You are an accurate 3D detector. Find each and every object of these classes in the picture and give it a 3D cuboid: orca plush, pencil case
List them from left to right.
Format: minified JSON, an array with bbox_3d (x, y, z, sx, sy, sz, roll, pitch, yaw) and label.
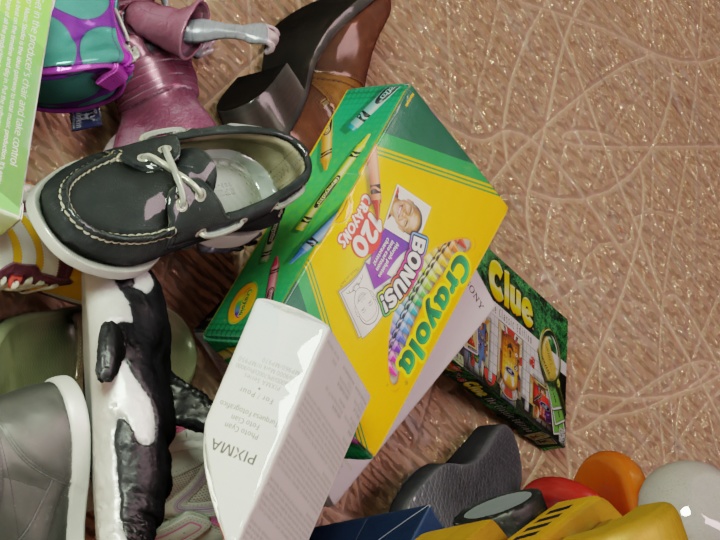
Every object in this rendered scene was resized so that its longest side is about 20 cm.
[{"bbox_3d":[-0.173,-0.188,1.476,0.085,0.092,0.200,81,5,-70],"label":"pencil case"},{"bbox_3d":[-0.106,0.079,1.354,0.105,0.071,0.200,100,-15,-50],"label":"orca plush"}]

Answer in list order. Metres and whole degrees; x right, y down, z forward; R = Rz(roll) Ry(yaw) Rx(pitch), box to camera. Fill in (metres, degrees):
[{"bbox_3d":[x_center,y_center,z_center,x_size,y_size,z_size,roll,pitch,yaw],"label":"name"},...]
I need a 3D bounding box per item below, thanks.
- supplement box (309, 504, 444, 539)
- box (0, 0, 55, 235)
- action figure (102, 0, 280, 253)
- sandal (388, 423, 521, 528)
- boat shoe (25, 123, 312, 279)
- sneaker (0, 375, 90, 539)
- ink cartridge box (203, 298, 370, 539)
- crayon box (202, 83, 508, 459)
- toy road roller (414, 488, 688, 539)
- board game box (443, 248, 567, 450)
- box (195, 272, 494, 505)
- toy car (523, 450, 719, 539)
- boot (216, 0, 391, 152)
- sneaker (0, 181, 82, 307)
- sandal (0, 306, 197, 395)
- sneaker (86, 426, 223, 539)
[{"bbox_3d":[0.002,0.285,1.528,0.200,0.134,0.200,59,37,-24],"label":"supplement box"},{"bbox_3d":[-0.258,-0.113,1.315,0.200,0.036,0.145,21,57,-26],"label":"box"},{"bbox_3d":[-0.127,-0.103,1.542,0.149,0.134,0.200,-17,82,-19],"label":"action figure"},{"bbox_3d":[0.059,0.159,1.752,0.200,0.043,0.076,-24,106,-66],"label":"sandal"},{"bbox_3d":[-0.100,-0.046,1.386,0.076,0.060,0.200,57,31,7],"label":"boat shoe"},{"bbox_3d":[-0.196,0.157,1.355,0.099,0.071,0.201,-5,104,-26],"label":"sneaker"},{"bbox_3d":[-0.062,0.130,1.396,0.160,0.047,0.200,64,49,-72],"label":"ink cartridge box"},{"bbox_3d":[0.000,0.000,1.568,0.119,0.058,0.200,49,57,-34],"label":"crayon box"},{"bbox_3d":[0.107,0.195,1.461,0.200,0.146,0.123,-28,100,-56],"label":"toy road roller"},{"bbox_3d":[0.099,0.048,1.836,0.200,0.023,0.105,38,47,-54],"label":"board game box"},{"bbox_3d":[-0.005,0.030,1.639,0.200,0.036,0.144,-50,123,-35],"label":"box"},{"bbox_3d":[0.167,0.214,1.795,0.150,0.175,0.200,28,50,-11],"label":"toy car"},{"bbox_3d":[0.003,-0.073,1.721,0.200,0.068,0.188,60,36,-24],"label":"boot"},{"bbox_3d":[-0.203,-0.008,1.392,0.200,0.075,0.090,32,52,-34],"label":"sneaker"},{"bbox_3d":[-0.149,0.052,1.459,0.201,0.057,0.080,-22,97,-56],"label":"sandal"},{"bbox_3d":[-0.097,0.141,1.483,0.200,0.081,0.088,12,67,-53],"label":"sneaker"}]
